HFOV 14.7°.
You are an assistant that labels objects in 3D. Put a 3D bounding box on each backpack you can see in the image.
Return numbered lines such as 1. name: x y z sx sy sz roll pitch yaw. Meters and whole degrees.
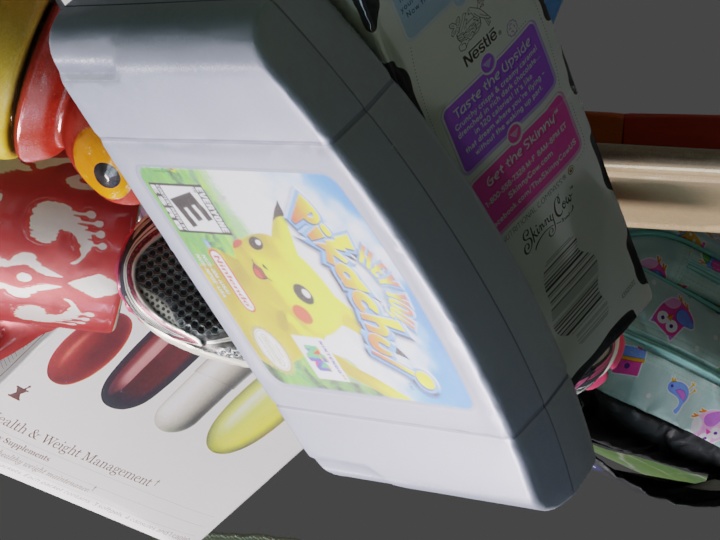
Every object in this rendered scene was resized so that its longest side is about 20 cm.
1. backpack: 0.140 0.035 1.366 0.199 0.127 0.167 23 -175 -18

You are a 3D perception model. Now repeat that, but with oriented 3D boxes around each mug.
1. mug: -0.196 -0.028 1.196 0.199 0.178 0.134 9 -141 -7

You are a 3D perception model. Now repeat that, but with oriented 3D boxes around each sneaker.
1. sneaker: 0.001 0.006 1.066 0.199 0.081 0.075 6 -172 14

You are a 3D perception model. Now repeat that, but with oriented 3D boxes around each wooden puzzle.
1. wooden puzzle: 0.117 -0.037 1.071 0.199 0.038 0.185 9 176 19

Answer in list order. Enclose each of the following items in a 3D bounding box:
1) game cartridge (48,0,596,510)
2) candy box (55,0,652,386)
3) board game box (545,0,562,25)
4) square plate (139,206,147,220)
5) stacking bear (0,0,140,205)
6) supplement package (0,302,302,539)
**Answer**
1. game cartridge: -0.008 -0.006 0.890 0.133 0.041 0.201 0 131 49
2. candy box: -0.010 -0.061 0.932 0.167 0.072 0.201 18 144 42
3. board game box: -0.007 -0.101 1.107 0.152 0.041 0.200 23 174 -1
4. square plate: -0.190 -0.117 1.332 0.198 0.028 0.201 17 139 48
5. stacking bear: -0.137 -0.088 1.068 0.199 0.114 0.122 22 134 6
6. supplement package: -0.104 0.008 1.446 0.191 0.200 0.148 27 -151 -42
